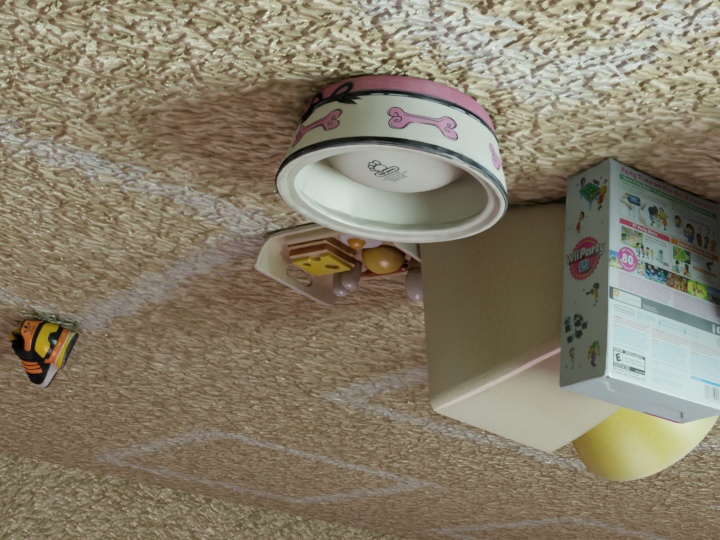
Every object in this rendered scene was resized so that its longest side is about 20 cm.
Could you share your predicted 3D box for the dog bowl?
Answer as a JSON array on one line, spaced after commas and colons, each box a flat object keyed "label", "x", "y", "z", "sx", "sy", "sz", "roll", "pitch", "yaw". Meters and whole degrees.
[{"label": "dog bowl", "x": 0.029, "y": -0.094, "z": 1.009, "sx": 0.197, "sy": 0.075, "sz": 0.200, "roll": 6, "pitch": 160, "yaw": 2}]

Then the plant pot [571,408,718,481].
[{"label": "plant pot", "x": 0.302, "y": 0.121, "z": 1.378, "sx": 0.199, "sy": 0.201, "sz": 0.142, "roll": -17, "pitch": 123, "yaw": 47}]

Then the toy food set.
[{"label": "toy food set", "x": 0.000, "y": 0.000, "z": 1.290, "sx": 0.198, "sy": 0.061, "sz": 0.143, "roll": -10, "pitch": 154, "yaw": 37}]

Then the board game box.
[{"label": "board game box", "x": 0.255, "y": 0.020, "z": 1.060, "sx": 0.146, "sy": 0.203, "sz": 0.064, "roll": 18, "pitch": 156, "yaw": -28}]

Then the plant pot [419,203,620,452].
[{"label": "plant pot", "x": 0.192, "y": 0.045, "z": 1.181, "sx": 0.199, "sy": 0.202, "sz": 0.176, "roll": 24, "pitch": 143, "yaw": -39}]

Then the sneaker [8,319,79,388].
[{"label": "sneaker", "x": -0.481, "y": 0.114, "z": 1.758, "sx": 0.089, "sy": 0.071, "sz": 0.200, "roll": 29, "pitch": 154, "yaw": -15}]
